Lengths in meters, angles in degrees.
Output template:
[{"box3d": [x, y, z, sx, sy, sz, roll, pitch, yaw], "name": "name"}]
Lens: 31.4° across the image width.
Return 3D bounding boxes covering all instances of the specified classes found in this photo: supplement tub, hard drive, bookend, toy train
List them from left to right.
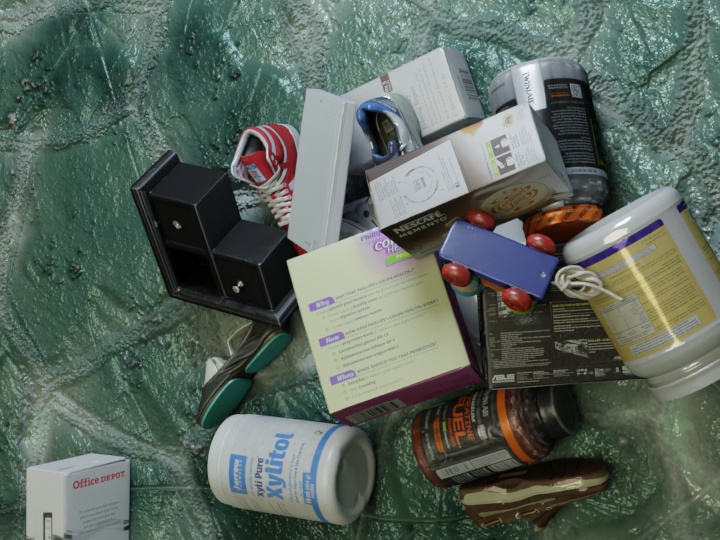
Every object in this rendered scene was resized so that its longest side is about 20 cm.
[{"box3d": [-0.185, -0.042, 1.745, 0.199, 0.092, 0.199, 14, 137, 28], "name": "bookend"}, {"box3d": [-0.092, 0.268, 1.743, 0.199, 0.132, 0.133, 2, 94, 29], "name": "supplement tub"}, {"box3d": [-0.051, -0.125, 1.648, 0.132, 0.026, 0.201, -147, 62, -63], "name": "hard drive"}, {"box3d": [0.169, 0.198, 1.603, 0.199, 0.107, 0.107, -23, 81, 28], "name": "supplement tub"}, {"box3d": [0.185, 0.018, 1.406, 0.199, 0.116, 0.085, 23, 73, 11], "name": "toy train"}, {"box3d": [0.226, -0.140, 1.523, 0.122, 0.122, 0.201, -17, 72, 29], "name": "supplement tub"}, {"box3d": [0.328, 0.026, 1.401, 0.145, 0.145, 0.201, -30, 90, 28], "name": "supplement tub"}]

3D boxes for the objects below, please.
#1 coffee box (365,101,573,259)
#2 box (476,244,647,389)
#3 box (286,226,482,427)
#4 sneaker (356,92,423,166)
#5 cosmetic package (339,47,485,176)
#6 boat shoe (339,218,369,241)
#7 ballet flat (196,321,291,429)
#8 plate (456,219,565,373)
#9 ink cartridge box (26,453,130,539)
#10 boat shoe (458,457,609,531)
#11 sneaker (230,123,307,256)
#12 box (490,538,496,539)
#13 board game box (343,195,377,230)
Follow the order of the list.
[{"box3d": [0.121, -0.097, 1.425, 0.199, 0.114, 0.080, -22, 65, 17], "name": "coffee box"}, {"box3d": [0.240, 0.051, 1.518, 0.199, 0.086, 0.165, -5, 91, 1], "name": "box"}, {"box3d": [0.029, 0.060, 1.533, 0.175, 0.097, 0.201, -20, 70, 8], "name": "box"}, {"box3d": [0.053, -0.128, 1.585, 0.077, 0.085, 0.200, -38, 78, 27], "name": "sneaker"}, {"box3d": [0.053, -0.204, 1.667, 0.199, 0.074, 0.102, -23, 81, 28], "name": "cosmetic package"}, {"box3d": [-0.002, 0.004, 1.651, 0.202, 0.086, 0.075, 47, 113, 21], "name": "boat shoe"}, {"box3d": [-0.175, 0.135, 1.826, 0.200, 0.068, 0.068, -48, 60, 12], "name": "ballet flat"}, {"box3d": [0.169, 0.002, 1.594, 0.199, 0.032, 0.200, -32, 81, 9], "name": "plate"}, {"box3d": [-0.425, 0.386, 1.932, 0.084, 0.146, 0.201, 3, 93, 32], "name": "ink cartridge box"}, {"box3d": [0.224, 0.285, 1.603, 0.202, 0.075, 0.075, -13, 100, 36], "name": "boat shoe"}, {"box3d": [-0.111, -0.104, 1.743, 0.071, 0.112, 0.201, -22, 82, 29], "name": "sneaker"}, {"box3d": [0.132, 0.462, 1.614, 0.107, 0.148, 0.201, 35, 109, 24], "name": "box"}, {"box3d": [0.073, -0.013, 1.682, 0.198, 0.043, 0.201, -18, 84, 30], "name": "board game box"}]
